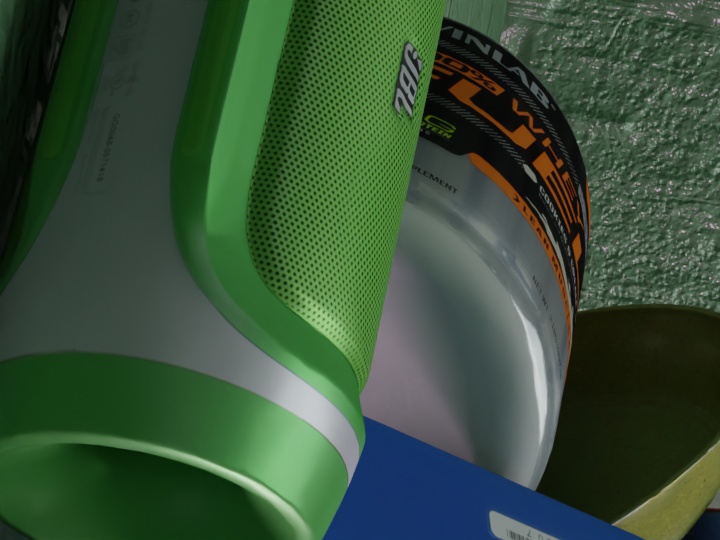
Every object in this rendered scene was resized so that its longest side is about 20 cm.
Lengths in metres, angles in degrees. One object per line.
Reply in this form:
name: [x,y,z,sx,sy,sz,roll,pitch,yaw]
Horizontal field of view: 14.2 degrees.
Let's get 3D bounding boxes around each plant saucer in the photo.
plant saucer: [0.023,0.069,0.814,0.200,0.199,0.031,-69,138,-69]

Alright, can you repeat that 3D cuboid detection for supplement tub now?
supplement tub: [0.000,0.000,0.789,0.200,0.122,0.123,-71,170,-69]

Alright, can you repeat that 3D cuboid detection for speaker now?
speaker: [-0.026,-0.039,0.618,0.089,0.088,0.201,91,9,-63]

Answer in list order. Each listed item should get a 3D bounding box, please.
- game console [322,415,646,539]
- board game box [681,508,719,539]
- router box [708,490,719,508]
game console: [0.020,0.147,0.664,0.118,0.199,0.171,-47,-149,32]
board game box: [0.060,0.162,0.787,0.103,0.019,0.201,-8,-118,63]
router box: [0.019,0.109,0.908,0.049,0.179,0.201,90,12,-64]
